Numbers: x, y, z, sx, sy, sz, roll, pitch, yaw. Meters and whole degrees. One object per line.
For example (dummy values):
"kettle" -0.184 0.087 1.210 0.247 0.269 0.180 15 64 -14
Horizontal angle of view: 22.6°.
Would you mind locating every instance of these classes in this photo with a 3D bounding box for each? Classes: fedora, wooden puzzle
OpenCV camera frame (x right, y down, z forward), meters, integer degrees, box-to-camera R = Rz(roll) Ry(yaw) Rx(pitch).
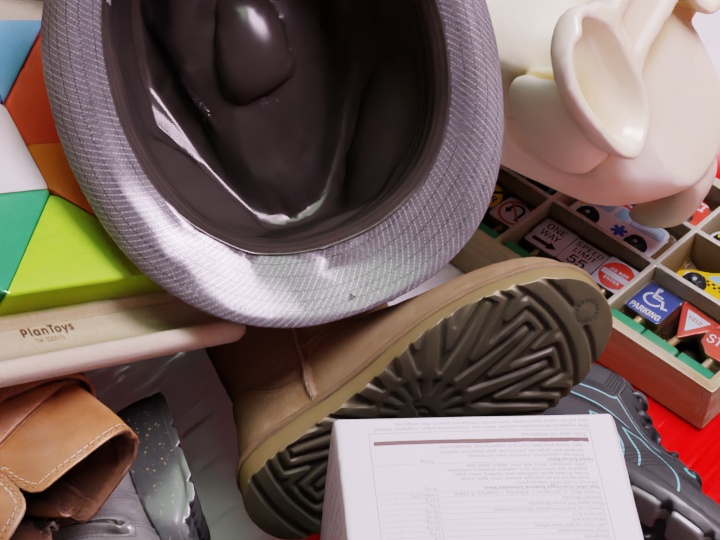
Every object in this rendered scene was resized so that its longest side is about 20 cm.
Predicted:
"fedora" -0.038 -0.079 0.729 0.176 0.090 0.201 -25 95 -8
"wooden puzzle" -0.154 -0.041 0.696 0.184 0.037 0.201 -9 57 -46

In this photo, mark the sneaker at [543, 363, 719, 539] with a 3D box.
"sneaker" 0.106 0.080 0.760 0.199 0.076 0.079 33 48 25

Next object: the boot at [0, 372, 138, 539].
"boot" -0.192 0.091 0.686 0.155 0.077 0.200 36 72 25

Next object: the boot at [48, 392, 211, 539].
"boot" -0.112 0.145 0.694 0.130 0.068 0.201 -19 48 -7

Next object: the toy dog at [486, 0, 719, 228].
"toy dog" 0.069 -0.107 0.853 0.199 0.194 0.140 9 64 38

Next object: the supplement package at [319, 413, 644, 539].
"supplement package" 0.047 0.163 0.643 0.113 0.110 0.201 0 44 -6

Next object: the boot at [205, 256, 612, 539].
"boot" 0.000 0.000 0.776 0.174 0.066 0.201 -28 37 6

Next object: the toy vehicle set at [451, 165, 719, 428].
"toy vehicle set" 0.126 -0.016 0.893 0.199 0.027 0.124 34 51 26
